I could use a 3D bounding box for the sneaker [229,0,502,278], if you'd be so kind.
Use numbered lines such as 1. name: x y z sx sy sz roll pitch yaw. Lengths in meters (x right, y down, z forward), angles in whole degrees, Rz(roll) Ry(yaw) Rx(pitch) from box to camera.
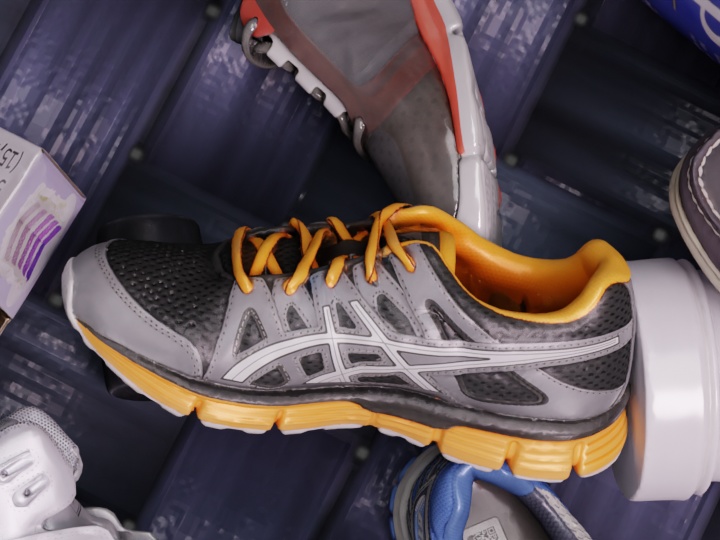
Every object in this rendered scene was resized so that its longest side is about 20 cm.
1. sneaker: -0.003 -0.079 0.998 0.082 0.077 0.200 -17 69 2

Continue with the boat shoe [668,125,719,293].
1. boat shoe: 0.185 0.015 0.876 0.072 0.065 0.200 -41 74 -16

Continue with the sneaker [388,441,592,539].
1. sneaker: 0.072 0.147 0.947 0.077 0.085 0.200 -31 84 -10

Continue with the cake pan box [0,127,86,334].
1. cake pan box: -0.217 0.008 0.933 0.200 0.052 0.184 27 79 23

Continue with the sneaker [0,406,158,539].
1. sneaker: -0.068 0.096 0.868 0.200 0.075 0.115 -13 93 -5

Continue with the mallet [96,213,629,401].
1. mallet: 0.000 0.000 0.998 0.200 0.041 0.066 -10 78 -12

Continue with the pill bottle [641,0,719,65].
1. pill bottle: 0.181 -0.104 0.954 0.120 0.120 0.200 -39 58 -11

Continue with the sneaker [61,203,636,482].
1. sneaker: -0.001 0.011 0.920 0.200 0.078 0.077 9 120 -9

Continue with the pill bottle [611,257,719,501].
1. pill bottle: 0.190 0.033 0.966 0.200 0.112 0.112 -4 79 -7
